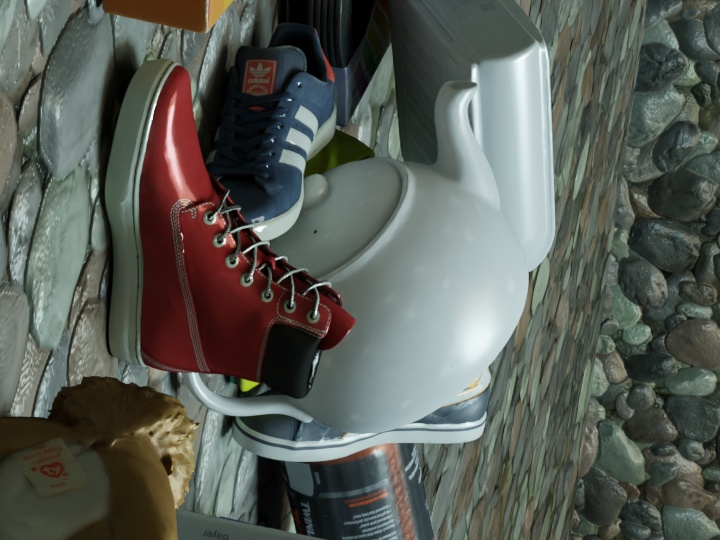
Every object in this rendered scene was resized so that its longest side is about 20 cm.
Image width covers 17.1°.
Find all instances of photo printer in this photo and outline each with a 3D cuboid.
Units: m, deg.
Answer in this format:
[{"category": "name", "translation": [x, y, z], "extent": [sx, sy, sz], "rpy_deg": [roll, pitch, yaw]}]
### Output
[{"category": "photo printer", "translation": [0.078, -0.105, 1.666], "extent": [0.167, 0.069, 0.201], "rpy_deg": [-124, -158, -50]}]

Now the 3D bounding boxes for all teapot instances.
[{"category": "teapot", "translation": [0.000, 0.000, 1.556], "extent": [0.146, 0.197, 0.201], "rpy_deg": [49, 41, -29]}]

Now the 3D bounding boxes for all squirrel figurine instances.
[{"category": "squirrel figurine", "translation": [-0.151, 0.158, 1.192], "extent": [0.200, 0.141, 0.188], "rpy_deg": [-58, 163, -50]}]

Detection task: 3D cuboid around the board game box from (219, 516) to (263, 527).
[{"category": "board game box", "translation": [-0.087, 0.270, 1.784], "extent": [0.200, 0.034, 0.136], "rpy_deg": [60, 43, -72]}]

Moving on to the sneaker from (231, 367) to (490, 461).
[{"category": "sneaker", "translation": [0.002, 0.084, 1.720], "extent": [0.078, 0.199, 0.080], "rpy_deg": [44, -47, 51]}]

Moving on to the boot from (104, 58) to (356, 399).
[{"category": "boot", "translation": [-0.068, -0.021, 1.356], "extent": [0.073, 0.143, 0.201], "rpy_deg": [-58, 155, -52]}]

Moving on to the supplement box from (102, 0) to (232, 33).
[{"category": "supplement box", "translation": [-0.077, -0.205, 1.323], "extent": [0.200, 0.066, 0.069], "rpy_deg": [-60, 158, -53]}]

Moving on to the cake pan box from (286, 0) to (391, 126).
[{"category": "cake pan box", "translation": [-0.004, -0.226, 1.664], "extent": [0.200, 0.052, 0.185], "rpy_deg": [-63, 158, -50]}]

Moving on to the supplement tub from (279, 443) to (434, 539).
[{"category": "supplement tub", "translation": [0.000, 0.188, 1.840], "extent": [0.107, 0.106, 0.201], "rpy_deg": [-59, 142, -55]}]

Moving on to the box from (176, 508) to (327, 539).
[{"category": "box", "translation": [-0.051, 0.226, 1.567], "extent": [0.200, 0.183, 0.106], "rpy_deg": [45, 57, -75]}]

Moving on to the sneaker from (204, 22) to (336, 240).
[{"category": "sneaker", "translation": [-0.064, -0.091, 1.492], "extent": [0.200, 0.074, 0.085], "rpy_deg": [-70, 161, -57]}]

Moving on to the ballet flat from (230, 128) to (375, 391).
[{"category": "ballet flat", "translation": [-0.035, -0.006, 1.681], "extent": [0.067, 0.067, 0.201], "rpy_deg": [84, 21, -74]}]
